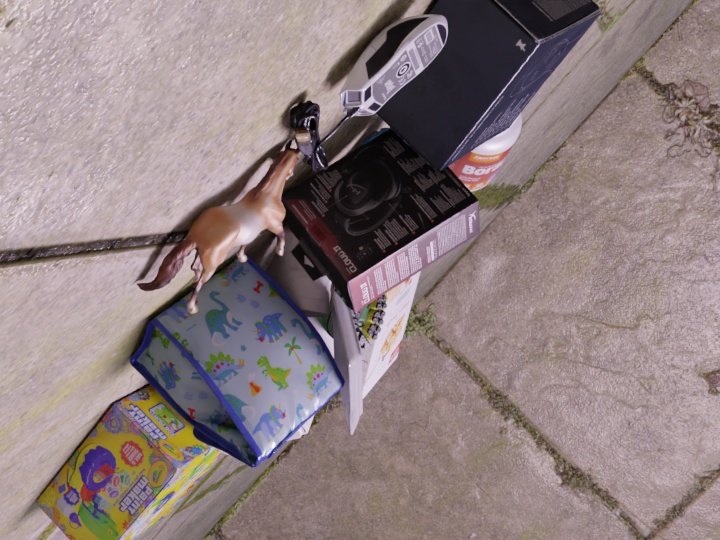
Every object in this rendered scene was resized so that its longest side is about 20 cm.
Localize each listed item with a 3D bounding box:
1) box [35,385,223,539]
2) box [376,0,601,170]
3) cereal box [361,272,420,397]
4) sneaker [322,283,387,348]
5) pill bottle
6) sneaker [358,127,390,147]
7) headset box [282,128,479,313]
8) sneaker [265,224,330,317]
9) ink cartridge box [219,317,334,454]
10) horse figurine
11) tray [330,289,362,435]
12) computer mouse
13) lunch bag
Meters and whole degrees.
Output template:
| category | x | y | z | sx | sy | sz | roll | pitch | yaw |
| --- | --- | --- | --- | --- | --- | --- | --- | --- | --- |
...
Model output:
| category | x | y | z | sx | sy | sz | roll | pitch | yaw |
| --- | --- | --- | --- | --- | --- | --- | --- | --- | --- |
| box | -0.291 | 0.259 | 1.554 | 0.200 | 0.122 | 0.193 | -49 | 172 | 21 |
| box | 0.143 | -0.244 | 1.321 | 0.200 | 0.124 | 0.197 | -52 | 172 | 36 |
| cereal box | 0.035 | 0.071 | 1.682 | 0.144 | 0.039 | 0.200 | -43 | 151 | -57 |
| sneaker | 0.000 | 0.000 | 1.517 | 0.085 | 0.078 | 0.200 | 13 | -102 | 52 |
| pill bottle | 0.172 | -0.204 | 1.702 | 0.112 | 0.112 | 0.200 | -43 | 171 | -20 |
| sneaker | 0.007 | -0.089 | 1.452 | 0.200 | 0.075 | 0.087 | -52 | -158 | 28 |
| headset box | 0.015 | -0.059 | 1.334 | 0.200 | 0.149 | 0.077 | -33 | 151 | -12 |
| sneaker | -0.094 | 0.000 | 1.470 | 0.074 | 0.116 | 0.200 | 10 | 172 | -33 |
| ink cartridge box | -0.120 | 0.132 | 1.530 | 0.145 | 0.084 | 0.200 | -19 | -147 | 31 |
| horse figurine | -0.132 | -0.036 | 1.174 | 0.200 | 0.050 | 0.133 | -33 | 153 | -35 |
| tray | -0.015 | 0.116 | 1.432 | 0.022 | 0.107 | 0.200 | -11 | 148 | -7 |
| computer mouse | 0.006 | -0.191 | 1.165 | 0.200 | 0.044 | 0.110 | -43 | 159 | -3 |
| lunch bag | -0.137 | 0.112 | 1.354 | 0.170 | 0.200 | 0.127 | -40 | 170 | -40 |
